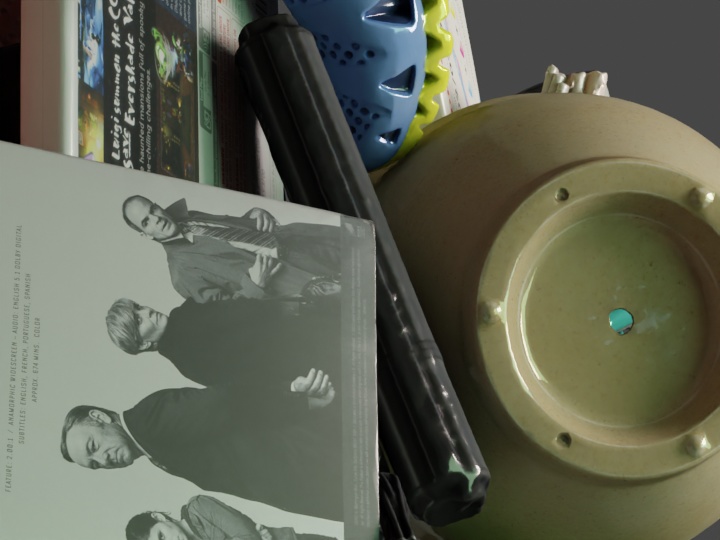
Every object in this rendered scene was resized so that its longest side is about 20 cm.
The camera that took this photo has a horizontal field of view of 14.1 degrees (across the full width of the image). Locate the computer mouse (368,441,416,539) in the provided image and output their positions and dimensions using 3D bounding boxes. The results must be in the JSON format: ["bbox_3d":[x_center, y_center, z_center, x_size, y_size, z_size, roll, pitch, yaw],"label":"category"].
[{"bbox_3d":[-0.002,0.082,1.021,0.200,0.034,0.059,-120,-170,-73],"label":"computer mouse"}]

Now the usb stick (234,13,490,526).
[{"bbox_3d":[0.000,0.000,1.070,0.055,0.032,0.201,73,-5,-73],"label":"usb stick"}]

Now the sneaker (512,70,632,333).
[{"bbox_3d":[0.101,-0.014,1.504,0.121,0.083,0.200,66,32,-22],"label":"sneaker"}]

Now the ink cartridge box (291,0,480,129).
[{"bbox_3d":[0.013,-0.061,1.273,0.200,0.068,0.116,-41,120,-80],"label":"ink cartridge box"}]

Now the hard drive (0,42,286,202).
[{"bbox_3d":[-0.077,-0.006,1.109,0.200,0.038,0.140,9,72,-67],"label":"hard drive"}]

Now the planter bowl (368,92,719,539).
[{"bbox_3d":[0.088,0.021,1.129,0.135,0.199,0.201,152,-70,-79],"label":"planter bowl"}]

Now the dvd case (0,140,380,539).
[{"bbox_3d":[-0.086,0.036,0.923,0.199,0.025,0.151,11,64,-25],"label":"dvd case"}]

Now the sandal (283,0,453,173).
[{"bbox_3d":[-0.015,-0.134,1.127,0.087,0.079,0.201,-15,109,-35],"label":"sandal"}]

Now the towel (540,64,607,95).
[{"bbox_3d":[0.060,0.019,1.288,0.191,0.032,0.201,78,33,-79],"label":"towel"}]

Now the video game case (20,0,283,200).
[{"bbox_3d":[-0.073,-0.054,1.059,0.182,0.023,0.201,37,47,-62],"label":"video game case"}]
